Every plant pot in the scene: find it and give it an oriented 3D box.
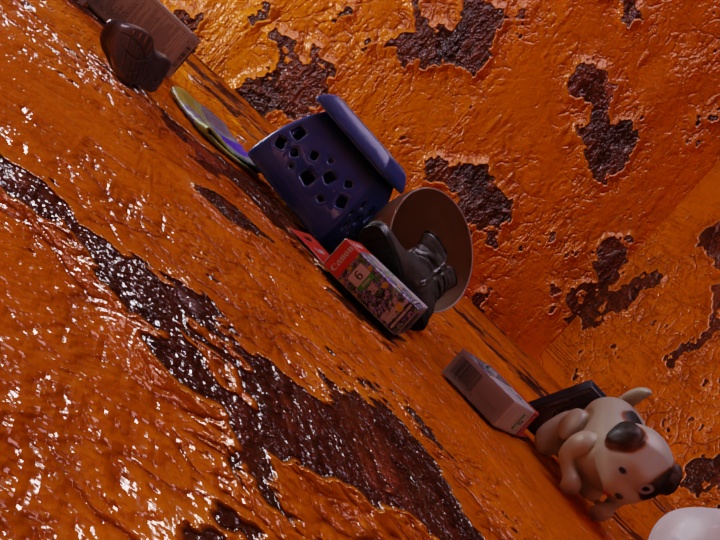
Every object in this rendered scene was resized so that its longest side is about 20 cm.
[{"bbox_3d":[0.073,-0.029,1.393,0.133,0.202,0.200,-6,-35,47],"label":"plant pot"},{"bbox_3d":[-0.040,-0.164,1.399,0.200,0.180,0.200,49,6,14],"label":"plant pot"}]

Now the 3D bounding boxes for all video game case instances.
[{"bbox_3d":[0.354,0.254,1.324,0.200,0.142,0.019,42,38,-29],"label":"video game case"}]

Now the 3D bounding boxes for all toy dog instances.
[{"bbox_3d":[0.361,0.257,1.154,0.140,0.193,0.200,53,-1,-3],"label":"toy dog"}]

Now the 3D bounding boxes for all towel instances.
[{"bbox_3d":[-0.246,-0.239,1.422,0.143,0.023,0.200,39,7,-41],"label":"towel"}]

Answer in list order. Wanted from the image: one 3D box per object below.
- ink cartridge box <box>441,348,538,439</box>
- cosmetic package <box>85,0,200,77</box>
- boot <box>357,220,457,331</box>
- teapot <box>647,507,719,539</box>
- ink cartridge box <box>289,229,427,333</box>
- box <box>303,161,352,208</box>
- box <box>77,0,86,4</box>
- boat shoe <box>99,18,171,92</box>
[{"bbox_3d":[0.204,0.187,1.234,0.109,0.050,0.200,46,7,31],"label":"ink cartridge box"},{"bbox_3d":[-0.419,-0.480,1.611,0.200,0.103,0.087,44,4,-2],"label":"cosmetic package"},{"bbox_3d":[0.074,-0.019,1.270,0.067,0.131,0.201,-2,-51,39],"label":"boot"},{"bbox_3d":[0.371,0.343,0.830,0.198,0.147,0.198,9,-33,27],"label":"teapot"},{"bbox_3d":[0.000,0.000,1.145,0.200,0.050,0.109,45,6,9],"label":"ink cartridge box"},{"bbox_3d":[-0.016,-0.116,1.593,0.200,0.118,0.197,45,7,13],"label":"box"},{"bbox_3d":[-0.555,-0.598,1.558,0.124,0.098,0.200,37,9,-42],"label":"box"},{"bbox_3d":[-0.331,-0.307,1.177,0.073,0.075,0.200,32,-3,3],"label":"boat shoe"}]
